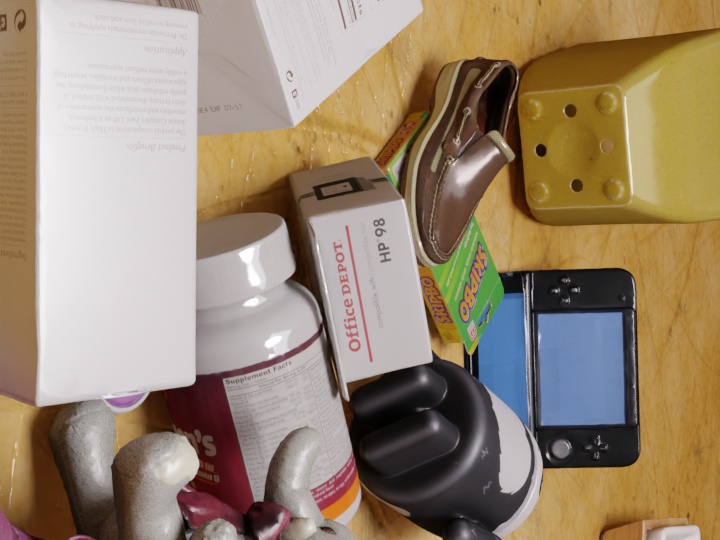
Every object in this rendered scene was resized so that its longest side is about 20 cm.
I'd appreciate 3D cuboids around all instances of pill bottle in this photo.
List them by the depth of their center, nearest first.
[{"bbox_3d":[-0.070,0.072,0.829,0.110,0.109,0.201,-38,120,-53],"label":"pill bottle"}]

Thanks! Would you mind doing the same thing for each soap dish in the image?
[{"bbox_3d":[0.337,0.389,1.514,0.157,0.081,0.201,15,77,-57],"label":"soap dish"}]

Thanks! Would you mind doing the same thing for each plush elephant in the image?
[{"bbox_3d":[-0.064,0.156,0.720,0.154,0.165,0.201,-13,92,-27],"label":"plush elephant"}]

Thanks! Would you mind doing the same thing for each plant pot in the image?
[{"bbox_3d":[0.259,-0.133,1.313,0.200,0.194,0.196,-19,105,-51],"label":"plant pot"}]

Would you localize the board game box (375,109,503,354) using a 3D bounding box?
[{"bbox_3d":[0.071,-0.030,1.135,0.096,0.030,0.200,-55,127,-44],"label":"board game box"}]

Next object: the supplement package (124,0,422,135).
[{"bbox_3d":[-0.057,-0.181,0.858,0.200,0.113,0.110,-50,131,-49],"label":"supplement package"}]

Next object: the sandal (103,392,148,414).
[{"bbox_3d":[-0.156,-0.009,0.748,0.083,0.050,0.203,-53,132,-46],"label":"sandal"}]

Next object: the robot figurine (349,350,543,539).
[{"bbox_3d":[0.071,0.145,1.043,0.200,0.124,0.151,43,66,-49],"label":"robot figurine"}]

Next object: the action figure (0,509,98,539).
[{"bbox_3d":[-0.200,0.150,0.657,0.149,0.134,0.200,64,3,39],"label":"action figure"}]

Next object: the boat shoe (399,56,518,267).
[{"bbox_3d":[0.088,-0.098,1.081,0.075,0.075,0.203,42,52,-45],"label":"boat shoe"}]

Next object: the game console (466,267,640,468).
[{"bbox_3d":[0.188,0.100,1.255,0.118,0.170,0.201,-22,110,-85],"label":"game console"}]

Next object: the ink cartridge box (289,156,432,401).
[{"bbox_3d":[0.000,0.000,0.890,0.200,0.066,0.116,-116,-166,-73],"label":"ink cartridge box"}]

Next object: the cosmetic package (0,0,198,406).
[{"bbox_3d":[-0.143,-0.038,0.672,0.101,0.074,0.201,-2,97,-44],"label":"cosmetic package"}]
